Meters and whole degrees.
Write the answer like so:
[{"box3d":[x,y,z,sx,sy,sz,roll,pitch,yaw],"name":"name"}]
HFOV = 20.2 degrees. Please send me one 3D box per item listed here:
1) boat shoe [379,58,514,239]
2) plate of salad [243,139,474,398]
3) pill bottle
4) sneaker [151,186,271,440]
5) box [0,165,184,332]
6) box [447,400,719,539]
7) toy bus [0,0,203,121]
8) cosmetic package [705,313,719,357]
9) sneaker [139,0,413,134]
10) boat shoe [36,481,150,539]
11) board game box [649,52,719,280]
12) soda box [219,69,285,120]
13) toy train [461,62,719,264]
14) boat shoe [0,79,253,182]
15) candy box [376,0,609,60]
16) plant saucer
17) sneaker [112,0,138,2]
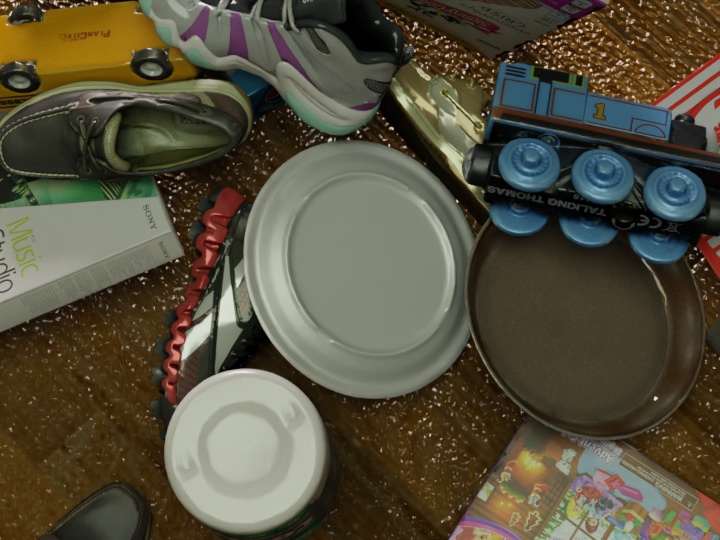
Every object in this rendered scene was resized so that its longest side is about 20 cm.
[{"box3d":[0.072,-0.114,1.565,0.066,0.074,0.200,-40,89,-9],"name":"boat shoe"},{"box3d":[0.000,0.000,1.536,0.199,0.048,0.201,7,74,-23],"name":"plate of salad"},{"box3d":[-0.073,0.141,1.448,0.113,0.200,0.114,-1,78,4],"name":"pill bottle"},{"box3d":[-0.096,0.039,1.537,0.097,0.071,0.201,14,78,8],"name":"sneaker"},{"box3d":[-0.249,-0.034,1.553,0.199,0.036,0.145,-23,52,-3],"name":"box"},{"box3d":[0.183,0.201,1.502,0.200,0.039,0.137,32,82,9],"name":"box"},{"box3d":[-0.216,-0.160,1.564,0.199,0.078,0.065,-4,58,12],"name":"toy bus"},{"box3d":[0.297,0.050,1.446,0.051,0.200,0.083,-34,78,-3],"name":"cosmetic package"},{"box3d":[-0.053,-0.193,1.464,0.199,0.140,0.078,26,53,-14],"name":"sneaker"},{"box3d":[-0.230,0.240,1.498,0.074,0.073,0.200,38,78,9],"name":"boat shoe"},{"box3d":[0.318,-0.102,1.518,0.200,0.046,0.152,-37,68,14],"name":"board game box"},{"box3d":[-0.112,-0.223,1.599,0.068,0.064,0.200,-31,77,-4],"name":"soda box"},{"box3d":[0.176,-0.079,1.478,0.199,0.087,0.115,11,58,2],"name":"toy train"},{"box3d":[-0.181,-0.102,1.508,0.200,0.066,0.072,-6,109,6],"name":"boat shoe"},{"box3d":[0.091,-0.228,1.499,0.136,0.200,0.061,24,77,-16],"name":"candy box"},{"box3d":[0.164,0.033,1.513,0.199,0.032,0.201,8,69,-20],"name":"plant saucer"},{"box3d":[-0.220,-0.239,1.569,0.199,0.083,0.071,9,111,30],"name":"sneaker"}]
